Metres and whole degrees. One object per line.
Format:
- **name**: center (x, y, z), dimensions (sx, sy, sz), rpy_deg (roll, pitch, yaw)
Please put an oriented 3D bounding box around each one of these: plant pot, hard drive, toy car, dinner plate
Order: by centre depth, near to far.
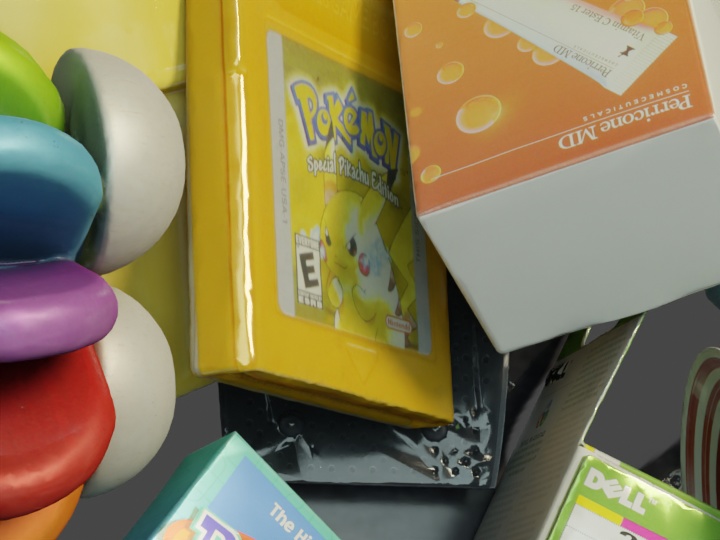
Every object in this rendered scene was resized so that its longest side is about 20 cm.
- **toy car**: center (-0.141, 0.016, 0.814), dimensions (0.174, 0.150, 0.201), rpy_deg (-3, 110, -22)
- **dinner plate**: center (0.170, 0.130, 0.976), dimensions (0.024, 0.200, 0.201), rpy_deg (-9, 80, -6)
- **plant pot**: center (-0.134, -0.036, 0.982), dimensions (0.200, 0.201, 0.190), rpy_deg (-15, 97, -11)
- **hard drive**: center (0.000, 0.000, 1.060), dimensions (0.134, 0.042, 0.201), rpy_deg (2, 78, -7)

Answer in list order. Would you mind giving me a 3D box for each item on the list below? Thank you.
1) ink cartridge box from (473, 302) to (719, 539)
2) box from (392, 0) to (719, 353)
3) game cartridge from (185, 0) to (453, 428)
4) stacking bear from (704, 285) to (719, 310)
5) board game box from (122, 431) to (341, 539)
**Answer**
- **ink cartridge box**: center (0.108, 0.098, 1.001), dimensions (0.076, 0.148, 0.201), rpy_deg (27, 76, -4)
- **box**: center (0.088, -0.085, 0.969), dimensions (0.124, 0.098, 0.201), rpy_deg (-19, 47, 15)
- **game cartridge**: center (-0.013, -0.043, 0.965), dimensions (0.032, 0.176, 0.201), rpy_deg (-7, 77, 28)
- **stacking bear**: center (0.179, -0.047, 1.063), dimensions (0.121, 0.114, 0.200), rpy_deg (-37, 75, 0)
- **board game box**: center (-0.057, 0.181, 0.842), dimensions (0.152, 0.045, 0.200), rpy_deg (46, 53, -10)
